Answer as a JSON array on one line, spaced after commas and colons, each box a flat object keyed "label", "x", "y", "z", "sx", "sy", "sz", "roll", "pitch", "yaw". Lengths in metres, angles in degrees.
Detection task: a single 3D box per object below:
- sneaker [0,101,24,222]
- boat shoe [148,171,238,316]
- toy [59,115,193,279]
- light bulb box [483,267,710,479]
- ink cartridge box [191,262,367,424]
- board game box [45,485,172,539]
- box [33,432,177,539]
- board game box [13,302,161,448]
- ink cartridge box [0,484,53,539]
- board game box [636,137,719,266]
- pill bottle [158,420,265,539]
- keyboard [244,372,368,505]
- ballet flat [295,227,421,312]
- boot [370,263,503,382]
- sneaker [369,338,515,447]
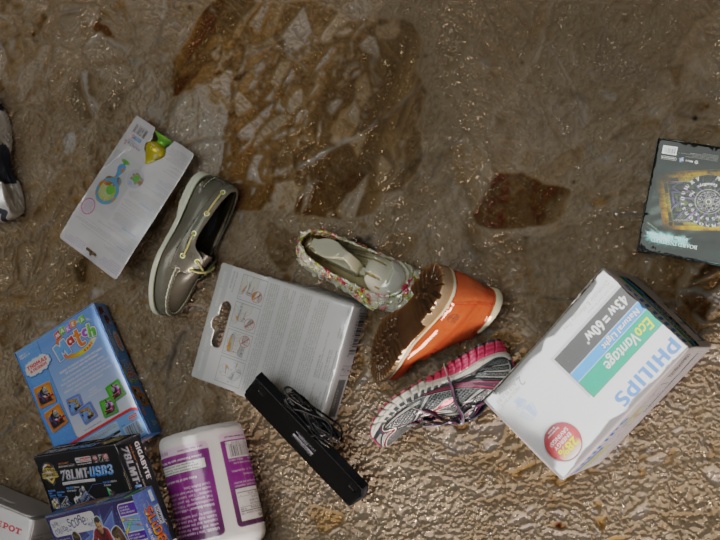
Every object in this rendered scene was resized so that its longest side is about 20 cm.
[{"label": "sneaker", "x": -0.568, "y": -0.157, "z": 1.815, "sx": 0.129, "sy": 0.079, "sz": 0.199, "roll": -14, "pitch": 91, "yaw": 12}, {"label": "boat shoe", "x": -0.221, "y": -0.029, "z": 1.668, "sx": 0.060, "sy": 0.072, "sz": 0.202, "roll": 21, "pitch": 91, "yaw": 27}, {"label": "toy", "x": -0.312, "y": -0.098, "z": 1.724, "sx": 0.115, "sy": 0.047, "sz": 0.200, "roll": 34, "pitch": 96, "yaw": 24}, {"label": "light bulb box", "x": 0.266, "y": 0.112, "z": 1.389, "sx": 0.125, "sy": 0.200, "sz": 0.198, "roll": 45, "pitch": 103, "yaw": 18}, {"label": "ink cartridge box", "x": -0.104, "y": 0.092, "z": 1.627, "sx": 0.200, "sy": 0.057, "sz": 0.163, "roll": 18, "pitch": 94, "yaw": 27}, {"label": "board game box", "x": -0.308, "y": 0.352, "z": 1.582, "sx": 0.200, "sy": 0.034, "sz": 0.136, "roll": -19, "pitch": 91, "yaw": 42}, {"label": "box", "x": -0.329, "y": 0.319, "z": 1.645, "sx": 0.200, "sy": 0.050, "sz": 0.199, "roll": -15, "pitch": 93, "yaw": 43}, {"label": "board game box", "x": -0.378, "y": 0.167, "z": 1.738, "sx": 0.151, "sy": 0.037, "sz": 0.200, "roll": -30, "pitch": 77, "yaw": 18}, {"label": "ink cartridge box", "x": -0.508, "y": 0.410, "z": 1.750, "sx": 0.144, "sy": 0.084, "sz": 0.200, "roll": 16, "pitch": 94, "yaw": 22}, {"label": "board game box", "x": 0.424, "y": -0.069, "z": 1.427, "sx": 0.200, "sy": 0.028, "sz": 0.135, "roll": 12, "pitch": 91, "yaw": 22}, {"label": "pill bottle", "x": -0.184, "y": 0.301, "z": 1.609, "sx": 0.112, "sy": 0.112, "sz": 0.200, "roll": -17, "pitch": 80, "yaw": 20}, {"label": "keyboard", "x": -0.057, "y": 0.202, "z": 1.570, "sx": 0.200, "sy": 0.104, "sz": 0.040, "roll": 46, "pitch": 61, "yaw": 3}, {"label": "ballet flat", "x": 0.000, "y": 0.000, "z": 1.574, "sx": 0.200, "sy": 0.064, "sz": 0.076, "roll": 20, "pitch": 73, "yaw": 22}, {"label": "boot", "x": 0.089, "y": 0.077, "z": 1.531, "sx": 0.200, "sy": 0.107, "sz": 0.075, "roll": -50, "pitch": 39, "yaw": 40}, {"label": "sneaker", "x": 0.099, "y": 0.160, "z": 1.520, "sx": 0.200, "sy": 0.081, "sz": 0.075, "roll": -33, "pitch": 77, "yaw": 17}]
